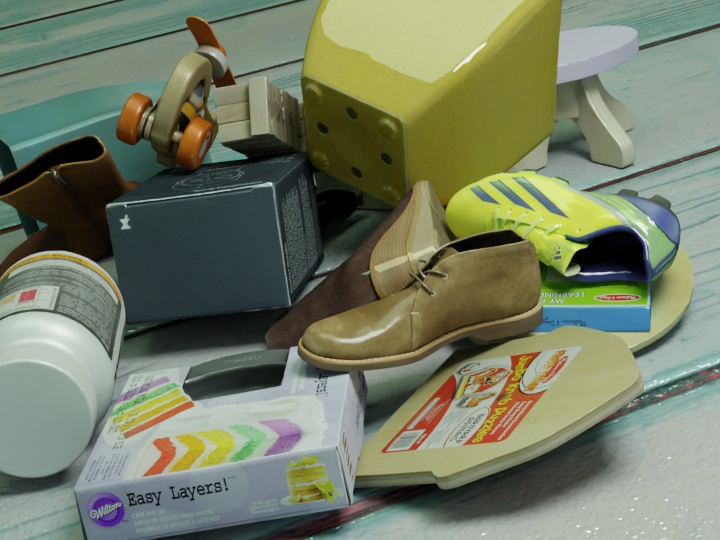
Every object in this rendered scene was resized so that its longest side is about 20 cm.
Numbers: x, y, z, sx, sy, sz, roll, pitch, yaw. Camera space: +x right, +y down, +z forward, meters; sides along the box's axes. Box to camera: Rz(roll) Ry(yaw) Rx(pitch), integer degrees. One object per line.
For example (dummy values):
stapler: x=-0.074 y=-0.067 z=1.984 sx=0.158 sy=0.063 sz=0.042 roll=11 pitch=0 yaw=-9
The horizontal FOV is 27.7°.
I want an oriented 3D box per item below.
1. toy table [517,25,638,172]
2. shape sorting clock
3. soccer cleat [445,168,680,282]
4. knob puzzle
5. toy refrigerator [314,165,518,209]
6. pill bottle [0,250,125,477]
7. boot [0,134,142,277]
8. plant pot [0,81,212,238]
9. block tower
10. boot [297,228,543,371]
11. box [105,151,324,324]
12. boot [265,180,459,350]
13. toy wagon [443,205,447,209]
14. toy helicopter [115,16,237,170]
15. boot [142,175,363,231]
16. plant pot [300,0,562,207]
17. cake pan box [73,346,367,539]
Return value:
toy table: x=0.213 y=-0.180 z=1.545 sx=0.198 sy=0.118 sz=0.184 roll=-17 pitch=23 yaw=-20
shape sorting clock: x=0.168 y=0.012 z=1.178 sx=0.198 sy=0.040 sz=0.201 roll=-6 pitch=32 yaw=4
soccer cleat: x=0.152 y=-0.031 z=1.154 sx=0.198 sy=0.065 sz=0.084 roll=8 pitch=42 yaw=26
knob puzzle: x=0.107 y=0.098 z=0.998 sx=0.218 sy=0.031 sz=0.220 roll=-23 pitch=15 yaw=6
toy refrigerator: x=0.055 y=-0.104 z=1.497 sx=0.198 sy=0.071 sz=0.076 roll=3 pitch=32 yaw=29
pill bottle: x=-0.245 y=0.070 z=1.131 sx=0.115 sy=0.118 sz=0.200 roll=-10 pitch=21 yaw=-1
boot: x=-0.281 y=-0.038 z=1.315 sx=0.187 sy=0.069 sz=0.200 roll=-22 pitch=-14 yaw=5
plant pot: x=-0.265 y=-0.114 z=1.526 sx=0.198 sy=0.143 sz=0.141 roll=-23 pitch=25 yaw=-17
block tower: x=-0.082 y=-0.134 z=1.398 sx=0.057 sy=0.055 sz=0.200 roll=-7 pitch=-8 yaw=13
boot: x=0.043 y=0.019 z=1.069 sx=0.198 sy=0.076 sz=0.074 roll=-15 pitch=31 yaw=-22
box: x=-0.122 y=-0.033 z=1.301 sx=0.147 sy=0.108 sz=0.200 roll=-6 pitch=11 yaw=9
boot: x=0.000 y=0.000 z=1.230 sx=0.165 sy=0.073 sz=0.200 roll=-29 pitch=12 yaw=13
toy wagon: x=0.128 y=-0.042 z=1.347 sx=0.154 sy=0.040 sz=0.200 roll=-20 pitch=25 yaw=-24
toy helicopter: x=-0.159 y=-0.158 z=1.392 sx=0.078 sy=0.133 sz=0.200 roll=21 pitch=-5 yaw=5
boot: x=-0.114 y=-0.062 z=1.450 sx=0.173 sy=0.070 sz=0.199 roll=8 pitch=21 yaw=38
plant pot: x=0.051 y=-0.172 z=1.342 sx=0.194 sy=0.195 sz=0.200 roll=26 pitch=55 yaw=24
cake pan box: x=-0.090 y=0.116 z=1.029 sx=0.182 sy=0.053 sz=0.200 roll=-8 pitch=18 yaw=7
